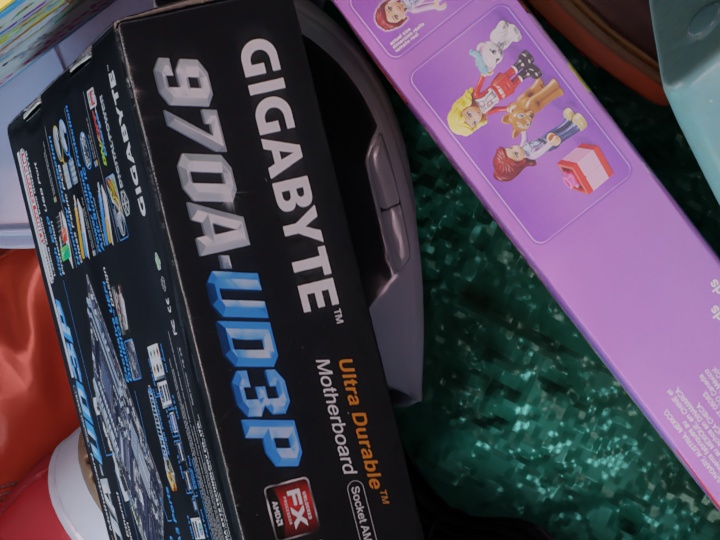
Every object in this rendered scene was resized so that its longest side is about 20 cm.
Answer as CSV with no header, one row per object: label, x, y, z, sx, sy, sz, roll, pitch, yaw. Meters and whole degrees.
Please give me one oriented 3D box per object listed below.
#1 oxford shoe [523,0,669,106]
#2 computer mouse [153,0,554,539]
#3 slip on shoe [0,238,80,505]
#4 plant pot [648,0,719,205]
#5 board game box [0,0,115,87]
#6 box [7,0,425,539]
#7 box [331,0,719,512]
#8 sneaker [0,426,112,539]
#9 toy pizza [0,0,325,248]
oxford shoe,0.042,-0.136,0.753,0.072,0.071,0.200,-33,98,12
computer mouse,0.000,0.000,0.781,0.044,0.110,0.201,-26,113,-18
slip on shoe,-0.123,0.051,0.865,0.200,0.061,0.074,-40,90,22
plant pot,0.162,-0.028,0.664,0.141,0.142,0.200,-38,118,24
board game box,-0.098,-0.072,0.740,0.200,0.134,0.034,-35,91,17
box,-0.033,0.042,0.719,0.046,0.159,0.201,-14,87,-17
box,0.068,-0.001,0.744,0.039,0.137,0.200,-37,93,3
sneaker,-0.037,0.135,0.857,0.200,0.071,0.112,44,125,-10
toy pizza,-0.100,-0.107,0.822,0.199,0.032,0.201,3,100,14
